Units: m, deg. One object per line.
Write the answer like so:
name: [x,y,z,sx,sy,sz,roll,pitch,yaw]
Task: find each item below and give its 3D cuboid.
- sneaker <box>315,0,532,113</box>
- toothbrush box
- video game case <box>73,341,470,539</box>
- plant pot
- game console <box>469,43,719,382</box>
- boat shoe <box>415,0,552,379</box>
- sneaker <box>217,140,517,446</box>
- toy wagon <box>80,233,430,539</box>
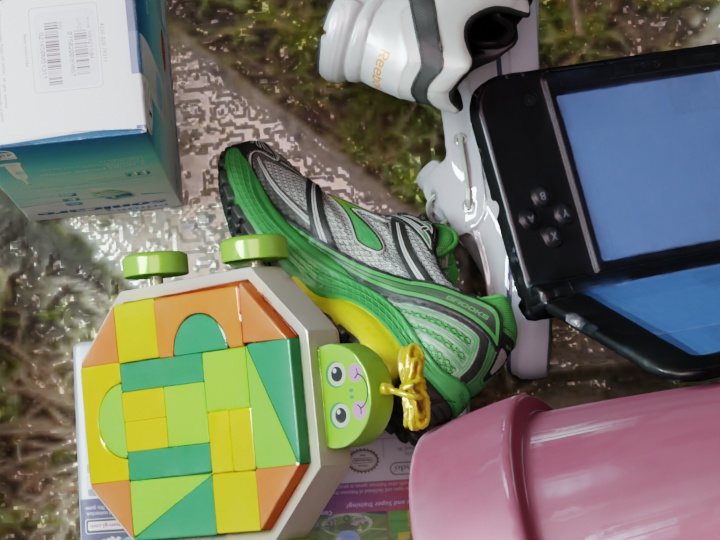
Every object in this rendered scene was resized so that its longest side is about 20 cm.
sneaker: [0.057,-0.144,1.281,0.080,0.074,0.200,25,52,15]
toothbrush box: [-0.139,-0.113,1.252,0.085,0.200,0.147,-6,81,-1]
video game case: [-0.041,0.121,1.307,0.199,0.023,0.183,-3,82,0]
plant pot: [0.143,0.135,1.166,0.178,0.200,0.201,-22,82,17]
game console: [0.177,-0.035,1.240,0.199,0.116,0.177,-10,79,-28]
boat shoe: [0.061,-0.041,1.308,0.066,0.074,0.201,-3,70,4]
sneaker: [0.000,0.000,1.280,0.085,0.078,0.200,-35,57,-16]
toy wagon: [-0.054,0.062,1.228,0.199,0.039,0.156,-9,84,42]
